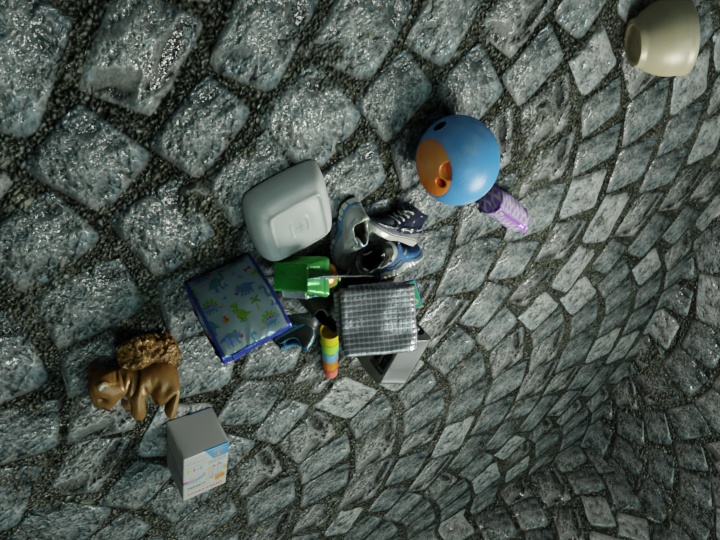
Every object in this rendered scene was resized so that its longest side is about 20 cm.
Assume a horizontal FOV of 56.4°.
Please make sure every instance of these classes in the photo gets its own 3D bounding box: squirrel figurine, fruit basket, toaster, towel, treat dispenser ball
[{"bbox_3d":[-0.491,0.220,1.458,0.183,0.141,0.205,7,109,-33],"label":"squirrel figurine"},{"bbox_3d":[-0.099,0.019,1.541,0.198,0.181,0.097,9,84,-55],"label":"fruit basket"},{"bbox_3d":[0.080,0.209,1.903,0.117,0.182,0.203,6,122,-41],"label":"toaster"},{"bbox_3d":[0.038,0.117,1.601,0.194,0.086,0.171,-5,99,-7],"label":"towel"},{"bbox_3d":[0.224,-0.254,1.554,0.197,0.202,0.204,-24,140,-22],"label":"treat dispenser ball"}]

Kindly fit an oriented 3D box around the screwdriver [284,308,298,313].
[{"bbox_3d":[-0.212,0.086,1.645,0.028,0.029,0.198,-51,146,13],"label":"screwdriver"}]

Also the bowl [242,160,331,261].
[{"bbox_3d":[-0.147,-0.115,1.464,0.197,0.075,0.203,-29,143,-16],"label":"bowl"}]

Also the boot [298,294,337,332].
[{"bbox_3d":[-0.089,0.112,1.690,0.068,0.131,0.200,-43,143,5],"label":"boot"}]

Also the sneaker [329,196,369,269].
[{"bbox_3d":[-0.019,-0.070,1.612,0.074,0.087,0.203,-20,140,-29],"label":"sneaker"}]

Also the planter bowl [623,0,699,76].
[{"bbox_3d":[0.766,-0.599,1.739,0.131,0.204,0.203,-8,139,2],"label":"planter bowl"}]

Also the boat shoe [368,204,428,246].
[{"bbox_3d":[0.092,-0.126,1.680,0.198,0.074,0.094,10,113,-54],"label":"boat shoe"}]

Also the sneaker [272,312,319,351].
[{"bbox_3d":[-0.198,0.138,1.582,0.074,0.194,0.084,64,35,-61],"label":"sneaker"}]

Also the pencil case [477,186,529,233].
[{"bbox_3d":[0.410,-0.171,1.903,0.198,0.086,0.085,18,117,-50],"label":"pencil case"}]

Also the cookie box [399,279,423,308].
[{"bbox_3d":[0.051,0.089,1.734,0.195,0.077,0.171,-19,178,-4],"label":"cookie box"}]

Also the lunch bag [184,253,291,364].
[{"bbox_3d":[-0.262,0.091,1.455,0.167,0.201,0.129,-27,141,-18],"label":"lunch bag"}]

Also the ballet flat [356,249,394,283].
[{"bbox_3d":[0.048,0.010,1.768,0.071,0.065,0.199,-48,143,8],"label":"ballet flat"}]

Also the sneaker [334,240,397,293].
[{"bbox_3d":[0.000,0.000,1.631,0.199,0.067,0.090,-42,165,16],"label":"sneaker"}]

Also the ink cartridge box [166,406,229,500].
[{"bbox_3d":[-0.427,0.486,1.757,0.126,0.126,0.204,-15,135,-30],"label":"ink cartridge box"}]

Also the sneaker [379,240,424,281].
[{"bbox_3d":[0.100,-0.044,1.738,0.077,0.091,0.199,-20,-175,32],"label":"sneaker"}]

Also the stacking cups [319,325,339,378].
[{"bbox_3d":[-0.085,0.226,1.878,0.059,0.061,0.203,-24,145,-21],"label":"stacking cups"}]
